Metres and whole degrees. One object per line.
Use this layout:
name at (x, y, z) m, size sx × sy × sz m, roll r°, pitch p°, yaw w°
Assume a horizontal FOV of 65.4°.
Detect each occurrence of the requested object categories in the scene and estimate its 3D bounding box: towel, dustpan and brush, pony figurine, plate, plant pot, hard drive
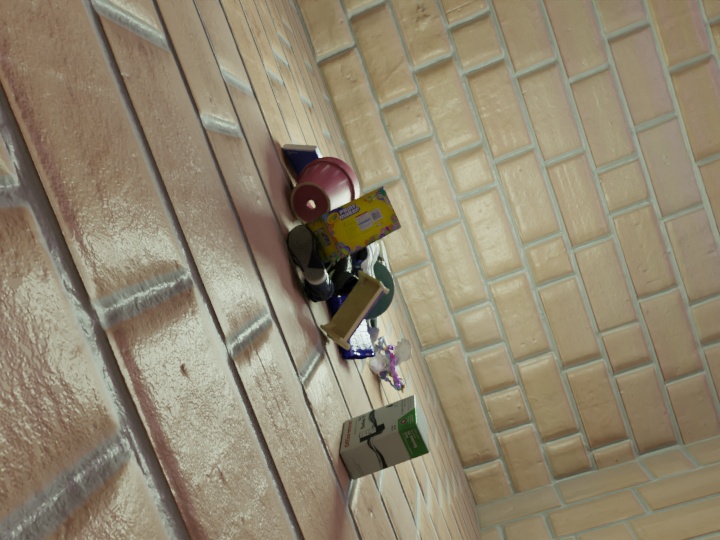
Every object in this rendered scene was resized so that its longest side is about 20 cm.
towel at (-0.030, 0.170, 1.689) m, size 0.147 × 0.049 × 0.202 m, roll 15°, pitch 56°, yaw -56°
dustpan and brush at (0.055, -0.076, 1.936) m, size 0.140 × 0.056 × 0.202 m, roll 67°, pitch 12°, yaw -55°
pony figurine at (0.105, 0.326, 2.032) m, size 0.200 × 0.165 × 0.195 m, roll -125°, pitch -164°, yaw -60°
plate at (0.012, 0.055, 1.780) m, size 0.026 × 0.198 × 0.203 m, roll -30°, pitch 100°, yaw -77°
plant pot at (-0.119, -0.225, 1.684) m, size 0.202 × 0.198 × 0.179 m, roll 68°, pitch 24°, yaw -15°
hard drive at (-0.158, -0.325, 1.823) m, size 0.026 × 0.131 × 0.201 m, roll -63°, pitch 146°, yaw -26°

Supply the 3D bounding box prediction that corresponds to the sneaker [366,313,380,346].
sneaker at (0.017, 0.154, 1.836) m, size 0.075 × 0.089 × 0.201 m, roll 10°, pitch 32°, yaw -34°

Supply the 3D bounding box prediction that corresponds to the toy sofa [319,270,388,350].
toy sofa at (-0.010, 0.112, 1.526) m, size 0.082 × 0.201 × 0.098 m, roll 27°, pitch -15°, yaw 36°

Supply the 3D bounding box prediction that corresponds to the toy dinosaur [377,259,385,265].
toy dinosaur at (0.028, 0.005, 1.824) m, size 0.202 × 0.105 × 0.061 m, roll 64°, pitch 23°, yaw -21°

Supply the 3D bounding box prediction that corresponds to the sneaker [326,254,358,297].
sneaker at (-0.037, 0.005, 1.598) m, size 0.201 × 0.111 × 0.074 m, roll -55°, pitch 140°, yaw -35°

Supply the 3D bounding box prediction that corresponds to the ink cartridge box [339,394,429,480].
ink cartridge box at (0.057, 0.397, 1.344) m, size 0.147 × 0.198 × 0.084 m, roll -80°, pitch 146°, yaw -74°

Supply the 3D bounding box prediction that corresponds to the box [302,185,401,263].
box at (-0.032, -0.116, 1.516) m, size 0.123 × 0.199 × 0.192 m, roll 64°, pitch -25°, yaw -6°

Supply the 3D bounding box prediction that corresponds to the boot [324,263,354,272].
boot at (-0.079, -0.045, 1.682) m, size 0.131 × 0.067 × 0.202 m, roll -49°, pitch 136°, yaw -34°

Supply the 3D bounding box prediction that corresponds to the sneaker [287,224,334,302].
sneaker at (-0.130, -0.010, 1.485) m, size 0.147 × 0.076 × 0.204 m, roll 73°, pitch -5°, yaw -55°

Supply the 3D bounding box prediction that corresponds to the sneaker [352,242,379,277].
sneaker at (0.000, 0.000, 1.703) m, size 0.088 × 0.074 × 0.203 m, roll 10°, pitch 84°, yaw -56°
